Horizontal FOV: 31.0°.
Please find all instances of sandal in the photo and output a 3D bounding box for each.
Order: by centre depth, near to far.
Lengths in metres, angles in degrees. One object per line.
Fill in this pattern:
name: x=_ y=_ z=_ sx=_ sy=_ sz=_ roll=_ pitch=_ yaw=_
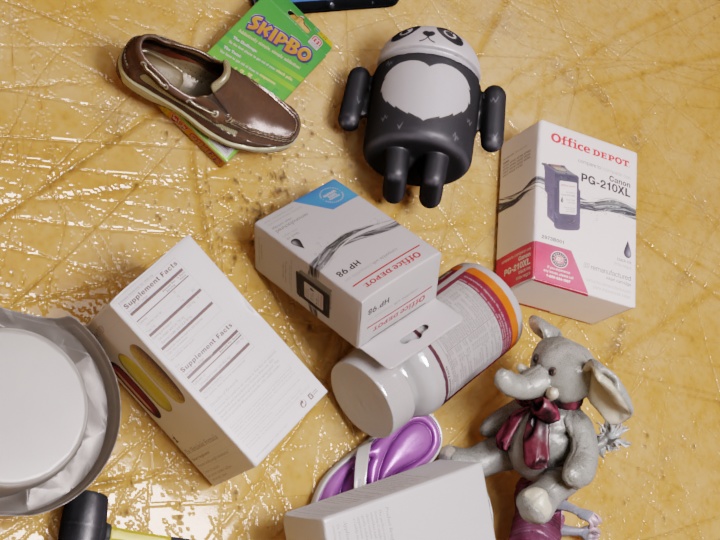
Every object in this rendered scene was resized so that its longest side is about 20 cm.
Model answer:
sandal: x=0.017 y=0.212 z=1.319 sx=0.082 sy=0.050 sz=0.203 roll=45 pitch=58 yaw=-8

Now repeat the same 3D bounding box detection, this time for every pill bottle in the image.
pill bottle: x=0.069 y=0.083 z=1.356 sx=0.200 sy=0.110 sz=0.110 roll=-35 pitch=91 yaw=-32

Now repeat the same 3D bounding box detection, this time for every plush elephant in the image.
plush elephant: x=0.192 y=0.139 z=1.331 sx=0.199 sy=0.165 sz=0.155 roll=-19 pitch=113 yaw=-23

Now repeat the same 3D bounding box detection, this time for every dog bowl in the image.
dog bowl: x=-0.319 y=0.125 z=1.162 sx=0.199 sy=0.059 sz=0.201 roll=10 pitch=68 yaw=-26

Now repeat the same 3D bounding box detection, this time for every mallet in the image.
mallet: x=-0.185 y=0.244 z=1.211 sx=0.199 sy=0.041 sz=0.066 roll=10 pitch=66 yaw=-30

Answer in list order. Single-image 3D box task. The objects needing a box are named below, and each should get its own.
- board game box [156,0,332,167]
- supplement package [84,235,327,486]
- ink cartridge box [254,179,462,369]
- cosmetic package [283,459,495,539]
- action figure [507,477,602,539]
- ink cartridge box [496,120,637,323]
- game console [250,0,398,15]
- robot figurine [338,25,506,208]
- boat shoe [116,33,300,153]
board game box: x=-0.120 y=-0.211 z=1.397 sx=0.096 sy=0.030 sz=0.200 roll=44 pitch=65 yaw=-9
supplement package: x=-0.152 y=0.087 z=1.233 sx=0.200 sy=0.114 sz=0.110 roll=48 pitch=57 yaw=-5
ink cartridge box: x=0.000 y=0.000 z=1.311 sx=0.116 sy=0.067 sz=0.200 roll=-32 pitch=53 yaw=-33
cosmetic package: x=0.032 y=0.256 z=1.250 sx=0.199 sy=0.074 sz=0.102 roll=-11 pitch=93 yaw=-37
action figure: x=0.180 y=0.284 z=1.374 sx=0.148 sy=0.134 sz=0.201 roll=4 pitch=56 yaw=13
ink cartridge box: x=0.240 y=-0.056 z=1.511 sx=0.144 sy=0.084 sz=0.201 roll=15 pitch=67 yaw=-24
game console: x=-0.036 y=-0.395 z=1.463 sx=0.199 sy=0.171 sz=0.119 roll=-12 pitch=52 yaw=-31
robot figurine: x=0.069 y=-0.173 z=1.433 sx=0.150 sy=0.125 sz=0.201 roll=25 pitch=63 yaw=-33
boat shoe: x=-0.147 y=-0.180 z=1.319 sx=0.202 sy=0.075 sz=0.075 roll=20 pitch=69 yaw=-19
